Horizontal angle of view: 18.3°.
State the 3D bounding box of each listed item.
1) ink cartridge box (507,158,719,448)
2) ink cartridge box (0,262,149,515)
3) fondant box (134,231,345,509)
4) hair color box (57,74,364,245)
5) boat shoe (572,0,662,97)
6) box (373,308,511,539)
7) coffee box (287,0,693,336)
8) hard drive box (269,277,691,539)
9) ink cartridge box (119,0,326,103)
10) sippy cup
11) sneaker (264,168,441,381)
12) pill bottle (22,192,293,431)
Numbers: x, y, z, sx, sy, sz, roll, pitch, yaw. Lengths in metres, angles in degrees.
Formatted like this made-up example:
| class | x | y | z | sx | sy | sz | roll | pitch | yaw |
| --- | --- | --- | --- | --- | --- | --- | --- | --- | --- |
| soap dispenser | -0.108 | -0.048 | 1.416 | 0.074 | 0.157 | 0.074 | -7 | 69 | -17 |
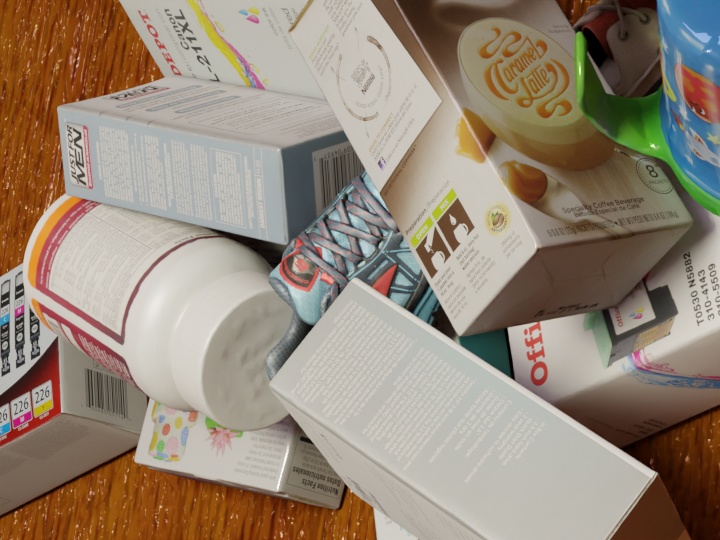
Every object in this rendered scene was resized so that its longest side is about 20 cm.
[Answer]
| class | x | y | z | sx | sy | sz | roll | pitch | yaw |
| --- | --- | --- | --- | --- | --- | --- | --- | --- | --- |
| ink cartridge box | 0.174 | -0.008 | 1.202 | 0.200 | 0.084 | 0.145 | -28 | 56 | 36 |
| ink cartridge box | -0.248 | 0.066 | 1.597 | 0.200 | 0.084 | 0.176 | -29 | 55 | 35 |
| fondant box | -0.057 | 0.042 | 1.435 | 0.144 | 0.058 | 0.201 | 5 | 77 | 46 |
| hair color box | -0.081 | -0.070 | 1.354 | 0.200 | 0.099 | 0.061 | 14 | 115 | 42 |
| boat shoe | 0.147 | -0.122 | 1.292 | 0.200 | 0.063 | 0.071 | -57 | 42 | 10 |
| box | 0.048 | 0.090 | 1.315 | 0.082 | 0.049 | 0.200 | -28 | 56 | 36 |
| coffee box | 0.064 | -0.075 | 1.150 | 0.080 | 0.114 | 0.200 | -52 | 59 | 42 |
| hard drive box | 0.068 | 0.111 | 1.163 | 0.200 | 0.156 | 0.077 | 34 | 78 | 28 |
| ink cartridge box | -0.039 | -0.140 | 1.414 | 0.200 | 0.146 | 0.083 | 8 | 47 | 47 |
| sippy cup | 0.200 | -0.107 | 1.070 | 0.178 | 0.130 | 0.140 | -37 | 58 | -3 |
| sneaker | 0.000 | 0.000 | 1.252 | 0.079 | 0.095 | 0.200 | 48 | 132 | 47 |
| pill bottle | -0.115 | 0.022 | 1.378 | 0.200 | 0.109 | 0.110 | 27 | 94 | 47 |
